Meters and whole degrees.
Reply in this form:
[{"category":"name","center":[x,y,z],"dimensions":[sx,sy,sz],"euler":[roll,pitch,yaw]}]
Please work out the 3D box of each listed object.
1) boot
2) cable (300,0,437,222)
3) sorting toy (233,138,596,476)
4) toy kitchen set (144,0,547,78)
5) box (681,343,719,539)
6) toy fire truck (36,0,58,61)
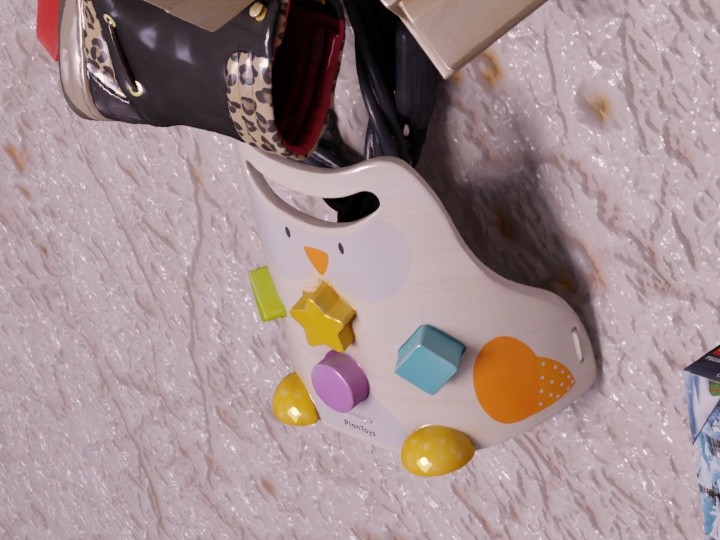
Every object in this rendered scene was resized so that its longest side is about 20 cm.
[{"category":"boot","center":[-0.082,-0.155,1.059],"dimensions":[0.150,0.073,0.201],"euler":[19,116,33]},{"category":"cable","center":[-0.023,-0.112,1.167],"dimensions":[0.163,0.051,0.201],"euler":[33,139,36]},{"category":"sorting toy","center":[0.000,0.000,1.127],"dimensions":[0.199,0.107,0.181],"euler":[17,141,40]},{"category":"toy kitchen set","center":[-0.006,-0.169,0.907],"dimensions":[0.163,0.200,0.180],"euler":[54,-171,8]},{"category":"box","center":[0.230,0.142,1.034],"dimensions":[0.137,0.040,0.201],"euler":[20,130,46]},{"category":"toy fire truck","center":[-0.118,-0.184,1.188],"dimensions":[0.141,0.049,0.201],"euler":[48,134,38]}]
